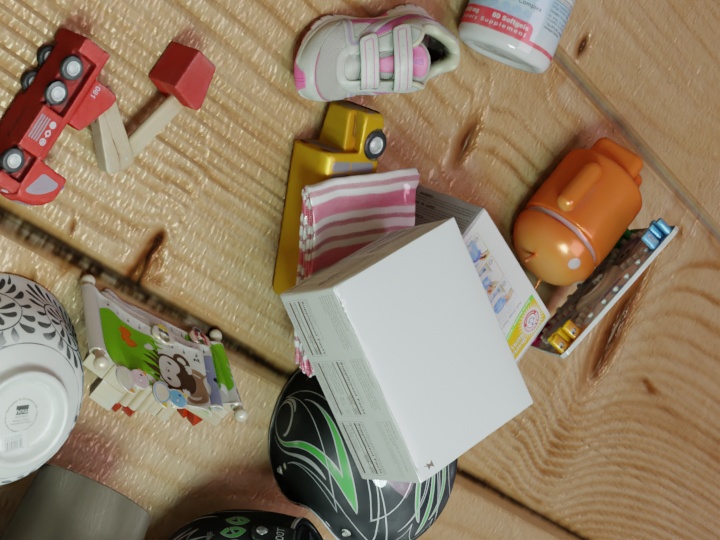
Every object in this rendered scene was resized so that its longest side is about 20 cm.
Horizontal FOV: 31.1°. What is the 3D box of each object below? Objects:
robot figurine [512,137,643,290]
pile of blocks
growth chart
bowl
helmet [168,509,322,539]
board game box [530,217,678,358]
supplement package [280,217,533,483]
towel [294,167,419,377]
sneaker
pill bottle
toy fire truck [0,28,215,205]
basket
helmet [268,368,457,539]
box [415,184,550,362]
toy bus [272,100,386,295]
[{"bbox_3d":[0.262,-0.064,1.563,0.117,0.144,0.200,45,74,-14],"label":"robot figurine"},{"bbox_3d":[-0.203,0.106,1.233,0.062,0.082,0.199,-47,145,12],"label":"pile of blocks"},{"bbox_3d":[-0.183,0.078,1.201,0.018,0.145,0.199,-44,136,16],"label":"growth chart"},{"bbox_3d":[-0.312,0.112,1.117,0.199,0.094,0.204,-18,119,-36],"label":"bowl"},{"bbox_3d":[-0.129,0.344,1.311,0.188,0.201,0.201,-14,129,12],"label":"helmet"},{"bbox_3d":[0.282,0.017,1.564,0.026,0.200,0.200,42,88,-3],"label":"board game box"},{"bbox_3d":[0.046,0.076,1.244,0.155,0.110,0.202,-29,100,-30],"label":"supplement package"},{"bbox_3d":[0.000,0.000,1.314,0.145,0.030,0.203,-14,117,-38],"label":"towel"},{"bbox_3d":[0.022,-0.216,1.291,0.199,0.088,0.082,-25,124,-33],"label":"sneaker"},{"bbox_3d":[0.187,-0.323,1.385,0.108,0.108,0.202,19,94,-45],"label":"pill bottle"},{"bbox_3d":[-0.228,-0.132,1.122,0.141,0.048,0.202,37,81,-46],"label":"toy fire truck"},{"bbox_3d":[-0.277,0.287,1.140,0.135,0.180,0.202,31,66,-16],"label":"basket"},{"bbox_3d":[0.013,0.192,1.384,0.198,0.190,0.203,-18,119,-36],"label":"helmet"},{"bbox_3d":[0.114,0.016,1.460,0.102,0.112,0.200,-51,132,-15],"label":"box"},{"bbox_3d":[-0.033,-0.069,1.321,0.078,0.065,0.203,-4,111,-40],"label":"toy bus"}]
